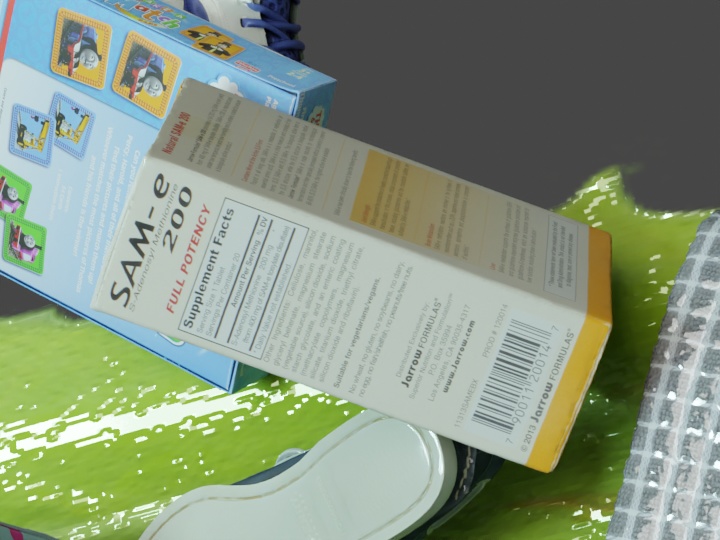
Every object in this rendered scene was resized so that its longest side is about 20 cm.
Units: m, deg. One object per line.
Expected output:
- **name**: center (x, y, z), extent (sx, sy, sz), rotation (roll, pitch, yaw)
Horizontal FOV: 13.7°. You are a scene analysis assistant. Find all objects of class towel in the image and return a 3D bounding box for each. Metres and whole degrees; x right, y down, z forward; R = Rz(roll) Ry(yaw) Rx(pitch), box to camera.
- **towel**: center (0.190, 0.082, 1.197), extent (0.165, 0.086, 0.200), rotation (11, 75, 29)

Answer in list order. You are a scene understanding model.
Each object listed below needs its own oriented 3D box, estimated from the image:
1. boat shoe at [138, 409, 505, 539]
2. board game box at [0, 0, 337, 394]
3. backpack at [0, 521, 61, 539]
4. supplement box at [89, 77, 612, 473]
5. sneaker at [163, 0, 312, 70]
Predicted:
- **boat shoe**: center (-0.022, 0.109, 1.295), extent (0.200, 0.062, 0.075), rotation (-37, 68, 32)
- **board game box**: center (-0.115, -0.053, 1.368), extent (0.200, 0.037, 0.151), rotation (27, 118, 25)
- **backpack**: center (-0.205, 0.187, 1.289), extent (0.200, 0.177, 0.151), rotation (-24, 60, 29)
- **supplement box**: center (0.000, 0.000, 1.241), extent (0.200, 0.126, 0.074), rotation (20, 108, -1)
- **sneaker**: center (-0.051, -0.116, 1.401), extent (0.115, 0.081, 0.200), rotation (36, 95, 28)
